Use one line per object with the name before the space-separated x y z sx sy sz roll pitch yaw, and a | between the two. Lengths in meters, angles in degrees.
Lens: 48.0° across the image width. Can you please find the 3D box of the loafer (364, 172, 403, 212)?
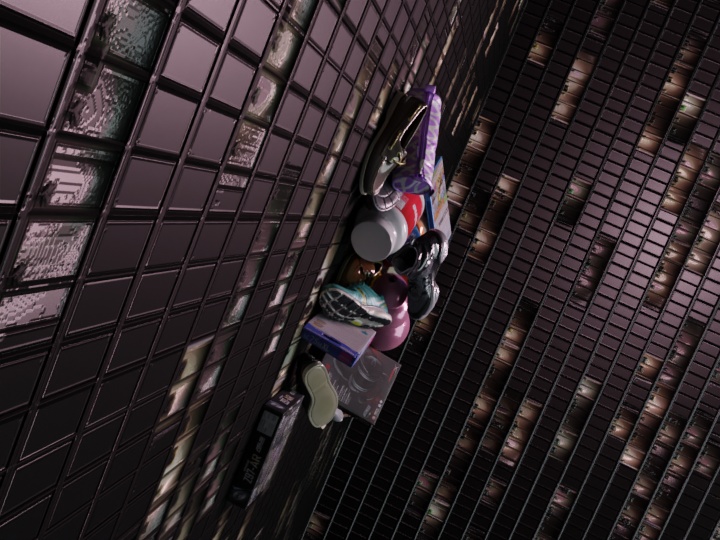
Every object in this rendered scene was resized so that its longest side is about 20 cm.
loafer | 0.050 -0.177 1.564 0.072 0.062 0.201 57 44 -28

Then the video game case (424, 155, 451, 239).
video game case | 0.178 -0.145 1.877 0.143 0.018 0.203 -57 142 -57

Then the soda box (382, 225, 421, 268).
soda box | 0.076 -0.049 1.786 0.067 0.065 0.200 -29 -175 -16

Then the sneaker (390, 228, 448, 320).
sneaker | 0.107 0.013 1.652 0.113 0.075 0.203 -10 121 -44

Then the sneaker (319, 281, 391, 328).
sneaker | -0.014 0.061 1.623 0.199 0.077 0.081 25 48 -50

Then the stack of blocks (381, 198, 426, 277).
stack of blocks | 0.095 -0.089 1.950 0.115 0.058 0.202 36 -74 59

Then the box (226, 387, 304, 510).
box | -0.180 0.338 1.560 0.160 0.043 0.202 -24 137 -79

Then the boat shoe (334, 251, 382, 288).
boat shoe | 0.000 0.000 1.720 0.073 0.067 0.200 -68 172 27

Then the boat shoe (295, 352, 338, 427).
boat shoe | -0.098 0.244 1.669 0.074 0.066 0.201 -32 139 -16

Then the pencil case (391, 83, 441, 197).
pencil case | 0.106 -0.242 1.524 0.086 0.083 0.203 114 -17 -71

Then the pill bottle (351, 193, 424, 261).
pill bottle | 0.052 -0.102 1.617 0.200 0.111 0.113 -56 167 -55

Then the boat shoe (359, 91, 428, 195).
boat shoe | 0.059 -0.223 1.458 0.202 0.059 0.072 -65 162 -10

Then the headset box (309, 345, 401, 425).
headset box | -0.031 0.226 1.782 0.150 0.199 0.077 -63 -159 -16

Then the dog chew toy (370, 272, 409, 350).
dog chew toy | 0.055 0.084 1.775 0.201 0.123 0.125 100 15 -48

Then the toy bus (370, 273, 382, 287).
toy bus | -0.003 0.066 1.924 0.079 0.064 0.201 102 14 -50

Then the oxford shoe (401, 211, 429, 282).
oxford shoe | 0.139 -0.041 1.883 0.073 0.071 0.202 -30 135 -41

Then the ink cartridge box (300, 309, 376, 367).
ink cartridge box | -0.045 0.129 1.597 0.042 0.118 0.200 -61 174 13

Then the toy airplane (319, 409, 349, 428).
toy airplane | -0.039 0.269 1.983 0.199 0.140 0.202 -45 158 -69
